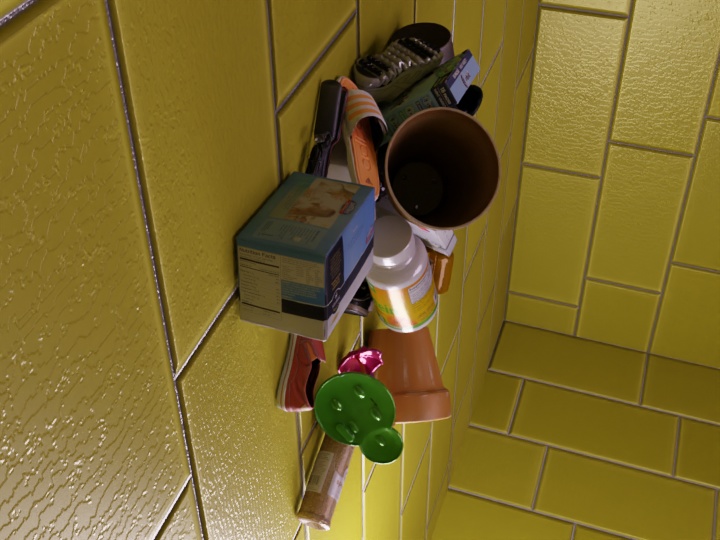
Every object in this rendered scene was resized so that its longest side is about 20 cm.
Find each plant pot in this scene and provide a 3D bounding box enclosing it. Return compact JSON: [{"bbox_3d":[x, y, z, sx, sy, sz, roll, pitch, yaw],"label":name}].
[{"bbox_3d":[0.113,-0.150,1.565,0.200,0.183,0.190,158,-54,-81],"label":"plant pot"},{"bbox_3d":[0.084,0.212,1.985,0.200,0.196,0.188,10,76,-75],"label":"plant pot"}]

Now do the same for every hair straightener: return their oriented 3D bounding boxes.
[{"bbox_3d":[-0.064,-0.181,1.411,0.077,0.040,0.204,16,90,-75],"label":"hair straightener"}]

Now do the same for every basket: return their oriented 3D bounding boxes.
[{"bbox_3d":[0.116,-0.337,1.772,0.180,0.134,0.203,-46,143,-34],"label":"basket"}]

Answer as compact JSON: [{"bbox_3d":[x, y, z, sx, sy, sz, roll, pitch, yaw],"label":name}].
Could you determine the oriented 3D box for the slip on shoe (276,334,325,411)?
[{"bbox_3d":[-0.080,0.125,1.520,0.074,0.060,0.204,38,63,-71],"label":"slip on shoe"}]

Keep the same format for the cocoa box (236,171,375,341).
[{"bbox_3d":[-0.070,-0.025,1.304,0.201,0.131,0.133,-57,154,-53],"label":"cocoa box"}]

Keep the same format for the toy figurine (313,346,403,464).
[{"bbox_3d":[0.015,0.227,1.782,0.201,0.149,0.185,52,21,-15],"label":"toy figurine"}]

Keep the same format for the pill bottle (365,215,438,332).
[{"bbox_3d":[0.063,0.004,1.599,0.201,0.109,0.113,70,34,-52],"label":"pill bottle"}]

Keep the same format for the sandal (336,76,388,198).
[{"bbox_3d":[0.013,-0.206,1.456,0.079,0.059,0.211,15,57,-50],"label":"sandal"}]

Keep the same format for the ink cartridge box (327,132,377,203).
[{"bbox_3d":[-0.019,-0.105,1.555,0.117,0.066,0.203,-58,154,-53],"label":"ink cartridge box"}]

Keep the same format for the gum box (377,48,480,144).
[{"bbox_3d":[0.092,-0.281,1.614,0.045,0.198,0.170,55,32,-15],"label":"gum box"}]

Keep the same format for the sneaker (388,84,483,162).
[{"bbox_3d":[0.134,-0.262,1.662,0.199,0.070,0.099,-39,-174,-17],"label":"sneaker"}]

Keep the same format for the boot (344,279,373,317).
[{"bbox_3d":[0.000,0.000,1.695,0.200,0.072,0.154,-3,105,-78],"label":"boot"}]

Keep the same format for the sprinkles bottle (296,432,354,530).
[{"bbox_3d":[-0.057,0.370,1.774,0.069,0.067,0.203,75,30,-59],"label":"sprinkles bottle"}]

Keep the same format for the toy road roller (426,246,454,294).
[{"bbox_3d":[0.127,0.004,1.945,0.200,0.143,0.126,-125,-139,-70],"label":"toy road roller"}]

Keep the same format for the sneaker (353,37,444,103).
[{"bbox_3d":[0.060,-0.330,1.612,0.198,0.075,0.082,-29,145,-34],"label":"sneaker"}]

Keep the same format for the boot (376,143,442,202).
[{"bbox_3d":[0.087,-0.160,1.699,0.070,0.171,0.203,85,22,-56],"label":"boot"}]

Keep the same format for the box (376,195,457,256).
[{"bbox_3d":[0.096,-0.095,1.816,0.042,0.154,0.200,-64,163,-4],"label":"box"}]
